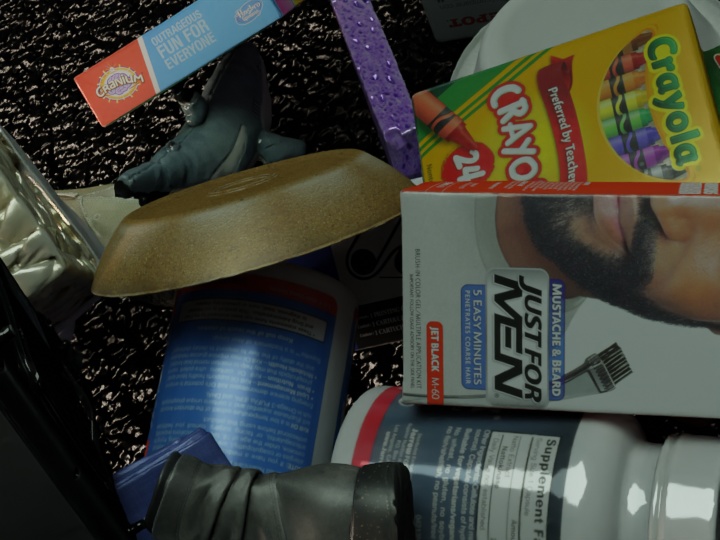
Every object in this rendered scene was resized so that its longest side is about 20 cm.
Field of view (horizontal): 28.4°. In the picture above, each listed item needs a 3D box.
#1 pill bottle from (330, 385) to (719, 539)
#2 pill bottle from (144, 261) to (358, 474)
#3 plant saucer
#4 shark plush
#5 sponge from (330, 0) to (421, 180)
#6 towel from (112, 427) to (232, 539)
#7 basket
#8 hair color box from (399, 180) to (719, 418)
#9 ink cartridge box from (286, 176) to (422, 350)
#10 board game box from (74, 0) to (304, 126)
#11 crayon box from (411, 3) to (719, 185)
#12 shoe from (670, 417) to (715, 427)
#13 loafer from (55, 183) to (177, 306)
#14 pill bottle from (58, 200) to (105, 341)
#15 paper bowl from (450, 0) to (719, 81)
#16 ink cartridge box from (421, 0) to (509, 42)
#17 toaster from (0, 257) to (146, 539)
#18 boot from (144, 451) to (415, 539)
[{"bbox_3d":[0.093,0.126,0.746,0.198,0.120,0.120,2,52,23],"label":"pill bottle"},{"bbox_3d":[-0.068,0.103,0.818,0.111,0.112,0.202,1,69,23],"label":"pill bottle"},{"bbox_3d":[-0.063,-0.034,0.817,0.199,0.036,0.200,-15,11,3],"label":"plant saucer"},{"bbox_3d":[-0.124,-0.097,1.013,0.090,0.084,0.200,10,29,35],"label":"shark plush"},{"bbox_3d":[0.019,-0.119,0.991,0.030,0.112,0.201,-20,47,2],"label":"sponge"},{"bbox_3d":[-0.094,0.200,0.740,0.144,0.201,0.024,-29,2,-7],"label":"towel"},{"bbox_3d":[-0.264,0.010,0.828,0.200,0.123,0.136,-38,87,-6],"label":"basket"},{"bbox_3d":[0.122,0.012,0.716,0.198,0.112,0.064,1,9,14],"label":"hair color box"},{"bbox_3d":[0.000,0.000,0.906,0.198,0.095,0.044,-13,10,14],"label":"ink cartridge box"},{"bbox_3d":[-0.115,-0.179,1.060,0.152,0.040,0.200,-29,12,13],"label":"board game box"},{"bbox_3d":[0.133,-0.067,0.791,0.199,0.051,0.128,-17,57,16],"label":"crayon box"},{"bbox_3d":[0.162,-0.007,0.832,0.071,0.091,0.201,-23,56,13],"label":"shoe"},{"bbox_3d":[-0.197,-0.028,1.036,0.199,0.076,0.069,16,57,22],"label":"loafer"},{"bbox_3d":[-0.263,0.038,0.949,0.200,0.112,0.112,-40,46,5],"label":"pill bottle"},{"bbox_3d":[0.156,-0.123,0.944,0.199,0.105,0.202,-12,47,13],"label":"paper bowl"},{"bbox_3d":[0.098,-0.270,1.028,0.145,0.200,0.084,-7,52,18],"label":"ink cartridge box"},{"bbox_3d":[-0.196,0.066,0.673,0.118,0.201,0.181,-28,45,-6],"label":"toaster"},{"bbox_3d":[-0.037,0.183,0.709,0.130,0.202,0.070,-1,12,10],"label":"boot"}]
